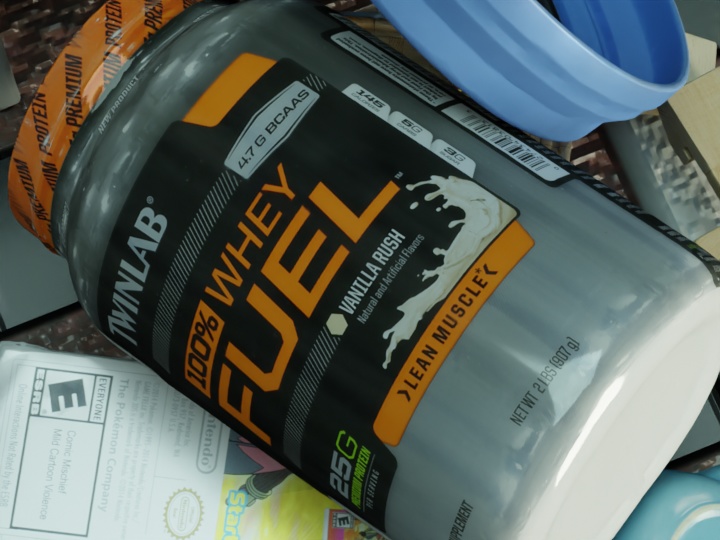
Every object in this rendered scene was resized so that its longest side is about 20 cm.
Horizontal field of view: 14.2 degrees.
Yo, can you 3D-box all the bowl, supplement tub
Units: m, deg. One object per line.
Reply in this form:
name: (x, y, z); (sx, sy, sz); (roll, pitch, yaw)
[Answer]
bowl: (0.023, -0.125, 0.863); (0.039, 0.201, 0.201); (-36, 74, 20)
supplement tub: (0.000, 0.000, 0.856); (0.200, 0.123, 0.123); (33, 76, 19)

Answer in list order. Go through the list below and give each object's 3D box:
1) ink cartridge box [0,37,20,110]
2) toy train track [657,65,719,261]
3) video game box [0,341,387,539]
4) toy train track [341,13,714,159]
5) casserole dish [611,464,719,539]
ink cartridge box: (-0.217, -0.071, 0.906); (0.200, 0.146, 0.084); (-25, 76, -7)
toy train track: (0.155, 0.027, 0.937); (0.115, 0.033, 0.200); (-28, 81, -16)
video game box: (-0.038, 0.131, 0.897); (0.182, 0.047, 0.200); (7, 73, 4)
toy train track: (0.018, -0.075, 0.958); (0.200, 0.033, 0.115); (4, 73, 3)
casserole dish: (0.109, 0.150, 0.872); (0.121, 0.039, 0.200); (23, 70, -12)
